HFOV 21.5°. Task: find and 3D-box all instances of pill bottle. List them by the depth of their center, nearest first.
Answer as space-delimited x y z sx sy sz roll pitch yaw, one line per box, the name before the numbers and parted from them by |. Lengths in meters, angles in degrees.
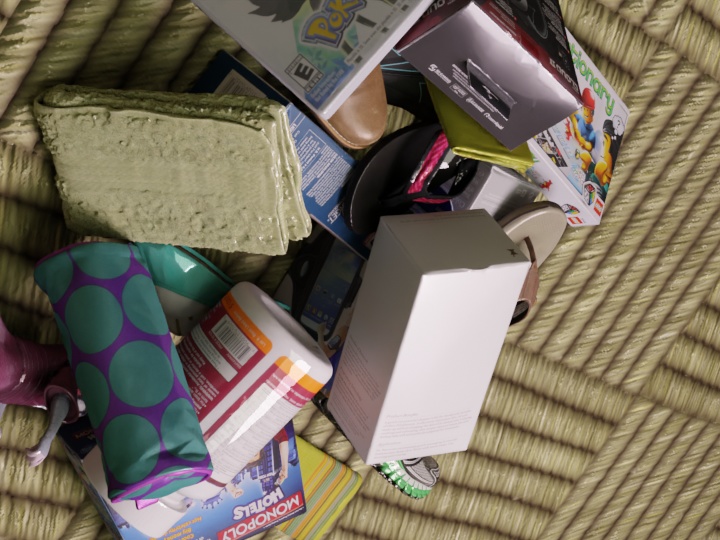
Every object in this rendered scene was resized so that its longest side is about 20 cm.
pill bottle | -0.126 0.115 1.537 0.200 0.110 0.110 -45 140 4

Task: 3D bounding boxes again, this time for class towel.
towel | -0.140 -0.077 1.431 0.199 0.037 0.149 3 134 11
towel | 0.076 -0.165 1.519 0.086 0.201 0.018 8 139 -35
towel | -0.076 0.196 1.801 0.086 0.018 0.200 -52 139 -1

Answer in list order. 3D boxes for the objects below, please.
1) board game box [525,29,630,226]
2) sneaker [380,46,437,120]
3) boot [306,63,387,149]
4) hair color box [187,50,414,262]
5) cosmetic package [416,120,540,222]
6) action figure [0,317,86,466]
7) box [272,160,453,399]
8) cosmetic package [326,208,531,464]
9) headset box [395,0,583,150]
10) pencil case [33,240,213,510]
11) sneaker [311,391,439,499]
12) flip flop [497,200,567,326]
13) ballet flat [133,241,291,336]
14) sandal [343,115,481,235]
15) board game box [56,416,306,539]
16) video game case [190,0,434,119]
board game box | 0.167 -0.145 1.668 0.200 0.034 0.127 44 54 -42
sneaker | 0.045 -0.170 1.578 0.199 0.075 0.080 14 108 -45
boot | -0.012 -0.184 1.461 0.073 0.075 0.201 -31 116 -32
hair color box | -0.049 -0.089 1.539 0.061 0.100 0.200 -50 140 1
cosmetic package | 0.057 -0.023 1.684 0.090 0.107 0.201 20 105 -51
action figure | -0.279 0.072 1.487 0.199 0.134 0.150 14 84 -46
box | 0.000 0.000 1.641 0.041 0.119 0.201 15 110 -46
cosmetic package | 0.054 0.055 1.560 0.107 0.085 0.201 -4 127 -29
headset box | 0.091 -0.202 1.461 0.077 0.201 0.149 -31 135 27
pencil case | -0.182 0.078 1.453 0.085 0.201 0.092 -12 167 -34
sneaker | 0.034 0.152 1.825 0.085 0.078 0.200 -44 139 -6
flip flop | 0.119 0.027 1.653 0.200 0.058 0.081 -53 142 7
ballet flat | -0.129 0.030 1.584 0.200 0.067 0.071 33 78 -51
sandal | 0.071 -0.092 1.535 0.199 0.045 0.075 -32 137 -18
board game box | -0.152 0.199 1.675 0.199 0.062 0.201 -21 122 -24
video game case | -0.025 -0.242 1.384 0.200 0.182 0.022 -48 167 1
